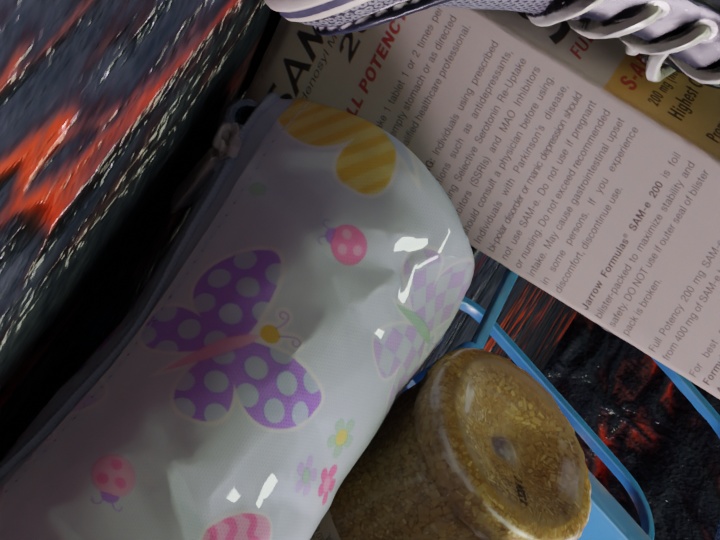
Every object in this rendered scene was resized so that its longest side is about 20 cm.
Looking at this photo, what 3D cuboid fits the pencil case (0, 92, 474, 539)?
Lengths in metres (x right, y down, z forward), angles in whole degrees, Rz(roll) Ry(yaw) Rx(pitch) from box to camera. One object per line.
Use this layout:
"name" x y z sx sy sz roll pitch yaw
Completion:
"pencil case" -0.046 0.045 0.715 0.200 0.083 0.091 -57 136 -30

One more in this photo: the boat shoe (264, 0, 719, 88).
"boat shoe" 0.074 -0.080 0.703 0.199 0.093 0.075 -22 -163 -12

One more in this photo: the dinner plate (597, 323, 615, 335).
"dinner plate" 0.108 -0.072 1.076 0.200 0.024 0.201 173 -90 -73

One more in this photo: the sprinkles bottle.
"sprinkles bottle" -0.021 0.099 0.811 0.200 0.068 0.068 -37 -172 34

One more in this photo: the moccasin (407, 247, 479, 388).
"moccasin" 0.000 0.000 0.876 0.200 0.068 0.081 -58 148 -37

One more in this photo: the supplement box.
"supplement box" 0.083 -0.051 0.793 0.074 0.199 0.126 -61 175 35

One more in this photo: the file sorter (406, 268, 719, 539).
"file sorter" 0.028 0.101 0.991 0.200 0.139 0.123 -36 -168 31
